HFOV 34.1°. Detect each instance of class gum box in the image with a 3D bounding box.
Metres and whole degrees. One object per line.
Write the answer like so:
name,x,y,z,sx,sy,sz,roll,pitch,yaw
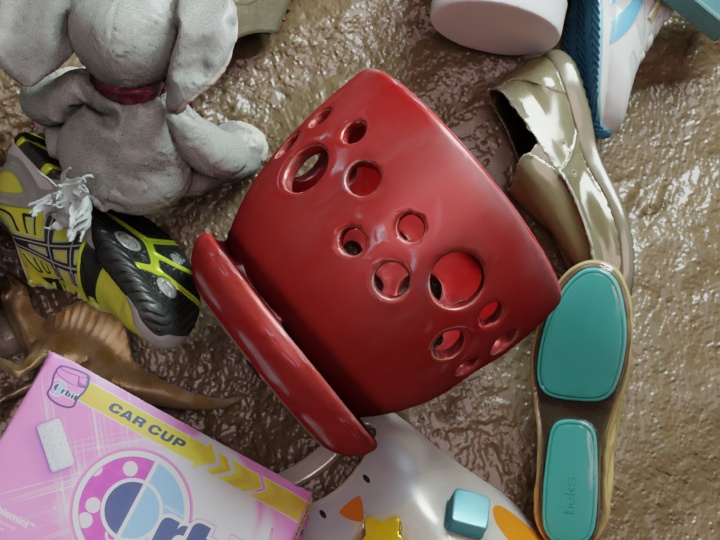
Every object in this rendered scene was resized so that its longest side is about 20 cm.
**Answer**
gum box,-0.136,0.154,0.734,0.199,0.066,0.114,30,67,-6

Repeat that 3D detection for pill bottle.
pill bottle,0.114,-0.268,0.846,0.113,0.114,0.203,12,81,-4

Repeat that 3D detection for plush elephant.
plush elephant,-0.144,-0.126,0.747,0.163,0.200,0.156,20,116,3

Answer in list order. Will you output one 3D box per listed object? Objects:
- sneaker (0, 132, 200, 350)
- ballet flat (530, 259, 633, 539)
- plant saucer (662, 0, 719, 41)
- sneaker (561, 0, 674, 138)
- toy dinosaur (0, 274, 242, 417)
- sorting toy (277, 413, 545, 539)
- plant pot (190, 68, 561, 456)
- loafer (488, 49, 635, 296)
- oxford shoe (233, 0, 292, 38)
sneaker,-0.181,-0.009,0.790,0.200,0.075,0.077,44,107,30
ballet flat,0.150,0.090,0.811,0.068,0.063,0.203,9,99,17
plant saucer,0.200,-0.241,0.822,0.199,0.019,0.071,29,74,-28
sneaker,0.199,-0.196,0.866,0.080,0.076,0.203,9,85,-12
toy dinosaur,-0.186,0.074,0.801,0.198,0.058,0.102,29,79,-1
sorting toy,0.015,0.191,0.798,0.199,0.107,0.180,-38,68,-9
plant pot,0.000,0.000,0.760,0.182,0.200,0.201,-38,87,-4
loafer,0.142,-0.058,0.845,0.067,0.076,0.202,-13,74,-6
oxford shoe,-0.071,-0.214,0.857,0.199,0.070,0.075,-38,112,-8
